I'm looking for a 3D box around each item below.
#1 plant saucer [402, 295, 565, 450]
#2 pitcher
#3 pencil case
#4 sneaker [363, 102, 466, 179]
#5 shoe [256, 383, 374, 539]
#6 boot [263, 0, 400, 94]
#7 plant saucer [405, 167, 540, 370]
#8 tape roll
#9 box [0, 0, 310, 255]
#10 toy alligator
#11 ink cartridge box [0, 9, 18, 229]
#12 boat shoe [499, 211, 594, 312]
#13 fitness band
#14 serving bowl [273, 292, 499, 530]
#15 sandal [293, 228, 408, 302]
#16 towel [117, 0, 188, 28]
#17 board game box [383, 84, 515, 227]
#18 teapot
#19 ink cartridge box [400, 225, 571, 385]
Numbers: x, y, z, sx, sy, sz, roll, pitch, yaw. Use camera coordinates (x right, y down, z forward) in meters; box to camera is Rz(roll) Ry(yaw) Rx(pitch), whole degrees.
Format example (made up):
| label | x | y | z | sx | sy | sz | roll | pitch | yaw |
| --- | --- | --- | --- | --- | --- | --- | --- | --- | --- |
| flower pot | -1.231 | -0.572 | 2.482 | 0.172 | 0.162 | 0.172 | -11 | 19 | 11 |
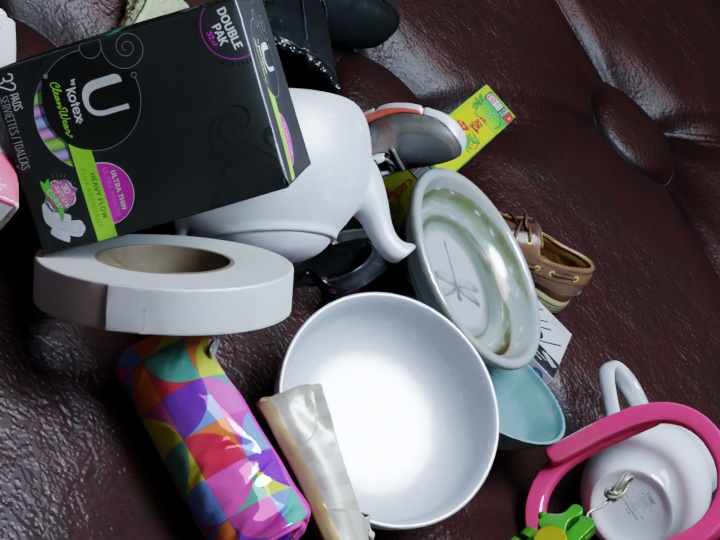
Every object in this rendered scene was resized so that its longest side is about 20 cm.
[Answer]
| label | x | y | z | sx | sy | sz | roll | pitch | yaw |
| --- | --- | --- | --- | --- | --- | --- | --- | --- | --- |
| plant saucer | 0.097 | 0.101 | 1.744 | 0.199 | 0.036 | 0.200 | 31 | 22 | -14 |
| pitcher | 0.267 | 0.178 | 1.831 | 0.172 | 0.121 | 0.200 | 53 | 24 | 3 |
| pencil case | -0.111 | 0.130 | 1.449 | 0.088 | 0.088 | 0.201 | -10 | 67 | -54 |
| sneaker | 0.000 | -0.098 | 1.763 | 0.077 | 0.198 | 0.082 | 65 | 28 | -48 |
| shoe | -0.018 | 0.182 | 1.481 | 0.201 | 0.053 | 0.070 | 67 | -14 | -9 |
| boot | -0.043 | -0.238 | 1.927 | 0.197 | 0.073 | 0.163 | 22 | 39 | -25 |
| plant saucer | 0.093 | 0.005 | 1.766 | 0.200 | 0.050 | 0.201 | 39 | 37 | -38 |
| tape roll | -0.150 | 0.009 | 1.454 | 0.202 | 0.202 | 0.037 | -12 | 110 | -54 |
| box | -0.157 | -0.115 | 1.458 | 0.124 | 0.198 | 0.150 | -64 | 139 | -78 |
| toy alligator | 0.160 | 0.237 | 1.654 | 0.054 | 0.060 | 0.200 | 29 | 61 | 26 |
| ink cartridge box | -0.339 | -0.126 | 1.443 | 0.146 | 0.083 | 0.201 | 24 | 41 | -34 |
| boat shoe | 0.156 | -0.031 | 1.957 | 0.199 | 0.068 | 0.072 | 31 | 37 | -27 |
| fitness band | 0.241 | 0.202 | 1.706 | 0.144 | 0.199 | 0.037 | 67 | 10 | 24 |
| serving bowl | 0.014 | 0.123 | 1.594 | 0.199 | 0.066 | 0.202 | 8 | 67 | -20 |
| sandal | 0.001 | -0.001 | 1.731 | 0.200 | 0.075 | 0.048 | -4 | 56 | -53 |
| towel | -0.166 | -0.176 | 1.749 | 0.148 | 0.036 | 0.201 | 38 | 34 | -19 |
| board game box | 0.074 | -0.111 | 1.910 | 0.048 | 0.102 | 0.200 | 47 | 32 | 0 |
| teapot | -0.084 | -0.065 | 1.603 | 0.197 | 0.199 | 0.147 | 13 | 75 | -59 |
| ink cartridge box | 0.117 | 0.026 | 1.873 | 0.200 | 0.044 | 0.094 | 45 | 31 | -7 |
